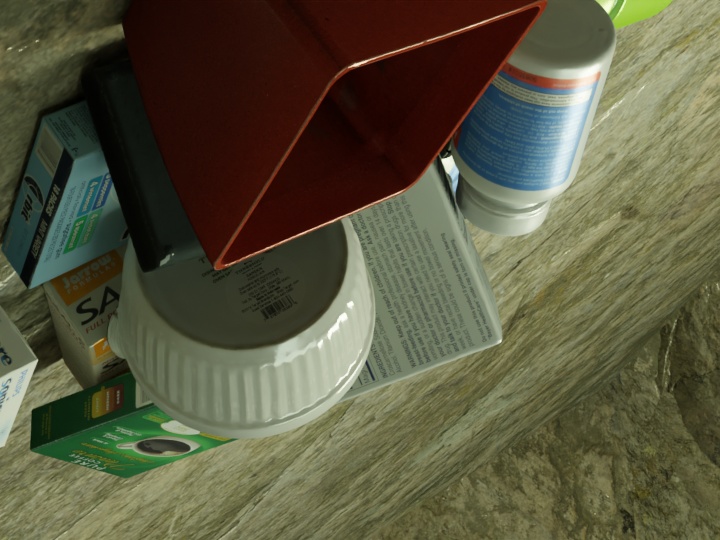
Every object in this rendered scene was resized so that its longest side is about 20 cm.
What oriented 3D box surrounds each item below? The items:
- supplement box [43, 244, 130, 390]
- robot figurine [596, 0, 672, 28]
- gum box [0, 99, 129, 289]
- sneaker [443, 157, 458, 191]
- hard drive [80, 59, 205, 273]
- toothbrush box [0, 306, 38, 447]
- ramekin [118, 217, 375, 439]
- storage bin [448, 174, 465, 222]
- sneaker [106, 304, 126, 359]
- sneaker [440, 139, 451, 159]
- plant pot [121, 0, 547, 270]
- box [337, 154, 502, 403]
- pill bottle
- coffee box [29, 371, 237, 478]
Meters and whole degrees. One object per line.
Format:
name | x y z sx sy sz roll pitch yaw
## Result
supplement box | -0.196 0.041 1.512 0.125 0.074 0.200 -33 164 -15
robot figurine | 0.199 -0.260 1.474 0.199 0.116 0.176 -23 152 -44
gum box | -0.160 -0.083 1.292 0.199 0.045 0.170 -28 162 -34
sneaker | 0.055 -0.061 1.767 0.111 0.077 0.200 11 125 -48
hard drive | -0.086 -0.092 1.219 0.199 0.141 0.033 -18 180 -36
toothbrush box | -0.360 0.112 1.319 0.199 0.085 0.147 -29 162 -37
ramekin | -0.086 0.013 1.299 0.199 0.200 0.105 -33 156 -18
storage bin | -0.004 -0.044 1.637 0.200 0.145 0.135 -44 -169 21
sneaker | -0.103 0.021 1.394 0.200 0.090 0.078 -41 134 -9
sneaker | 0.093 -0.170 1.573 0.079 0.076 0.200 -34 165 -25
plant pot | -0.038 -0.152 1.123 0.199 0.177 0.200 -24 161 -42
box | 0.000 0.000 1.516 0.198 0.185 0.105 -20 -160 8
pill bottle | 0.134 -0.126 1.421 0.112 0.112 0.201 -28 147 -33
coffee box | -0.178 0.126 1.503 0.199 0.044 0.122 -22 151 35
